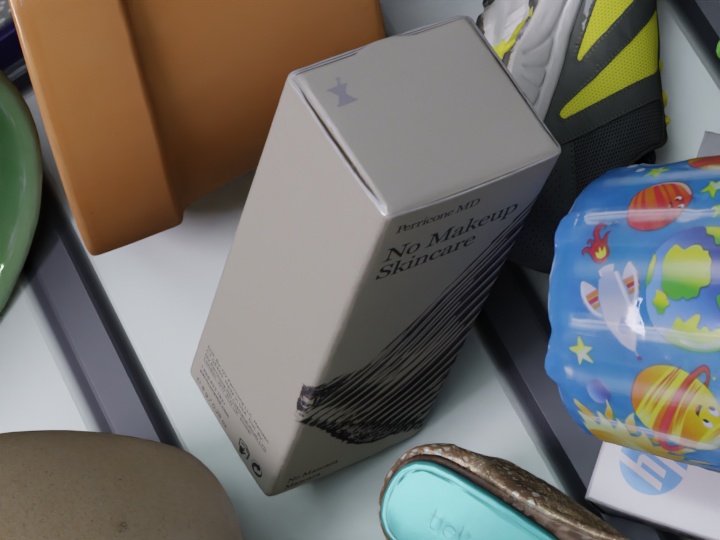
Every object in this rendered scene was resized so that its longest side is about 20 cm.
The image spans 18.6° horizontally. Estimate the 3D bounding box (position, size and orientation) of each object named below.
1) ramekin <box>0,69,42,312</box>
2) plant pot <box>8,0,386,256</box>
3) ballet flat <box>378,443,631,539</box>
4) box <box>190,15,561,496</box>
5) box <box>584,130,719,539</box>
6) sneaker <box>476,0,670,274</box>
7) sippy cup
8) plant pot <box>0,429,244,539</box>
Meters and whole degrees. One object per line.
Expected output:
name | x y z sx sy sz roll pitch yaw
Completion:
ramekin | -0.240 -0.026 0.922 0.097 0.200 0.201 34 87 31
plant pot | -0.072 -0.122 0.903 0.139 0.200 0.202 -16 70 -4
ballet flat | 0.097 0.127 0.834 0.200 0.065 0.071 37 107 22
box | 0.000 0.000 0.828 0.082 0.200 0.069 -22 65 -26
box | 0.204 0.046 0.837 0.199 0.041 0.157 16 81 23
sneaker | 0.091 -0.084 0.901 0.084 0.074 0.201 34 67 -18
sippy cup | 0.140 0.016 0.774 0.129 0.140 0.179 3 51 30
plant pot | -0.152 0.146 0.827 0.200 0.134 0.202 -28 52 43
